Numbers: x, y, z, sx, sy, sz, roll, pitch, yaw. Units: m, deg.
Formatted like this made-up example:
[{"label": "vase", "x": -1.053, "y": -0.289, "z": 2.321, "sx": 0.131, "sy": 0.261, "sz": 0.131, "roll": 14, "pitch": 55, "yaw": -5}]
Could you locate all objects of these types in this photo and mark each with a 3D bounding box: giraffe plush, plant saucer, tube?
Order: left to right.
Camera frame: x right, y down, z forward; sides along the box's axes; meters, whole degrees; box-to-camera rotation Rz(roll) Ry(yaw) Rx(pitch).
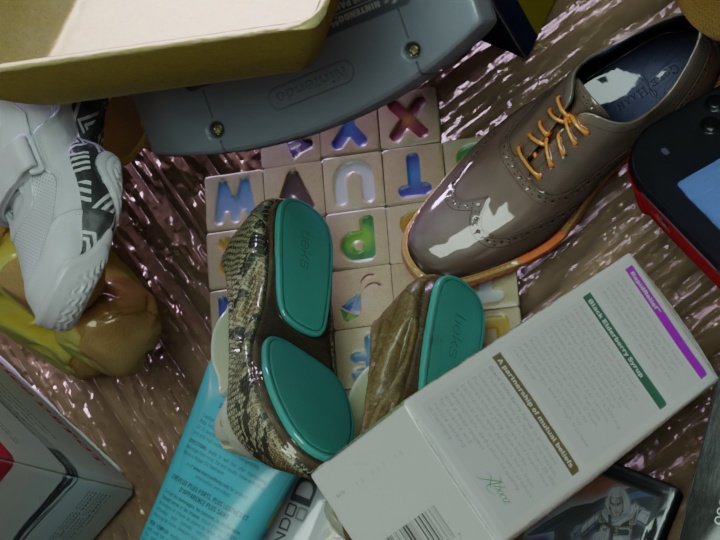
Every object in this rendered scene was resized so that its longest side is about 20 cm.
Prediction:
[{"label": "giraffe plush", "x": -0.165, "y": -0.053, "z": 1.360, "sx": 0.199, "sy": 0.172, "sz": 0.163, "roll": 13, "pitch": 66, "yaw": 52}, {"label": "tube", "x": -0.089, "y": 0.150, "z": 1.310, "sx": 0.077, "sy": 0.050, "sz": 0.201, "roll": 26, "pitch": 93, "yaw": 20}, {"label": "plant saucer", "x": -0.077, "y": -0.149, "z": 1.209, "sx": 0.199, "sy": 0.049, "sz": 0.201, "roll": -6, "pitch": 42, "yaw": 24}]

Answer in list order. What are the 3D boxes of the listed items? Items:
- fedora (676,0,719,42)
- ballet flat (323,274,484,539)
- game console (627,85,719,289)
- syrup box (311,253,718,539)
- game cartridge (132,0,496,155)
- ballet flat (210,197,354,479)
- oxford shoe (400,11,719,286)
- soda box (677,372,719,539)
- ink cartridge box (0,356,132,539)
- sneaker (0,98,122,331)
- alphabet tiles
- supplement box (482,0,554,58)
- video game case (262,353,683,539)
[{"label": "fedora", "x": 0.207, "y": -0.170, "z": 1.281, "sx": 0.201, "sy": 0.200, "sz": 0.082, "roll": 45, "pitch": 134, "yaw": 20}, {"label": "ballet flat", "x": 0.017, "y": 0.091, "z": 1.251, "sx": 0.072, "sy": 0.068, "sz": 0.201, "roll": -29, "pitch": 41, "yaw": 38}, {"label": "game console", "x": 0.247, "y": -0.035, "z": 1.241, "sx": 0.176, "sy": 0.031, "sz": 0.200, "roll": -32, "pitch": 55, "yaw": -12}, {"label": "syrup box", "x": 0.077, "y": 0.073, "z": 1.201, "sx": 0.079, "sy": 0.200, "sz": 0.082, "roll": -40, "pitch": 82, "yaw": 43}, {"label": "game cartridge", "x": -0.034, "y": -0.136, "z": 1.290, "sx": 0.199, "sy": 0.042, "sz": 0.134, "roll": -19, "pitch": 94, "yaw": 24}, {"label": "ballet flat", "x": -0.044, "y": 0.048, "z": 1.273, "sx": 0.075, "sy": 0.068, "sz": 0.201, "roll": -42, "pitch": 32, "yaw": 27}, {"label": "oxford shoe", "x": 0.099, "y": -0.067, "z": 1.306, "sx": 0.200, "sy": 0.073, "sz": 0.071, "roll": -39, "pitch": 69, "yaw": -4}, {"label": "soda box", "x": 0.194, "y": 0.122, "z": 1.244, "sx": 0.063, "sy": 0.071, "sz": 0.201, "roll": 13, "pitch": 81, "yaw": 17}, {"label": "ink cartridge box", "x": -0.224, "y": 0.087, "z": 1.300, "sx": 0.145, "sy": 0.200, "sz": 0.083, "roll": 41, "pitch": 93, "yaw": 20}, {"label": "sneaker", "x": -0.178, "y": -0.061, "z": 1.228, "sx": 0.114, "sy": 0.075, "sz": 0.201, "roll": 10, "pitch": 52, "yaw": -18}, {"label": "alphabet tiles", "x": 0.000, "y": 0.000, "z": 1.342, "sx": 0.165, "sy": 0.006, "sz": 0.201, "roll": -8, "pitch": 67, "yaw": 8}, {"label": "supplement box", "x": 0.072, "y": -0.234, "z": 1.344, "sx": 0.108, "sy": 0.110, "sz": 0.201, "roll": 22, "pitch": 83, "yaw": 19}, {"label": "video game case", "x": 0.040, "y": 0.161, "z": 1.301, "sx": 0.199, "sy": 0.026, "sz": 0.182, "roll": 20, "pitch": 83, "yaw": 19}]
